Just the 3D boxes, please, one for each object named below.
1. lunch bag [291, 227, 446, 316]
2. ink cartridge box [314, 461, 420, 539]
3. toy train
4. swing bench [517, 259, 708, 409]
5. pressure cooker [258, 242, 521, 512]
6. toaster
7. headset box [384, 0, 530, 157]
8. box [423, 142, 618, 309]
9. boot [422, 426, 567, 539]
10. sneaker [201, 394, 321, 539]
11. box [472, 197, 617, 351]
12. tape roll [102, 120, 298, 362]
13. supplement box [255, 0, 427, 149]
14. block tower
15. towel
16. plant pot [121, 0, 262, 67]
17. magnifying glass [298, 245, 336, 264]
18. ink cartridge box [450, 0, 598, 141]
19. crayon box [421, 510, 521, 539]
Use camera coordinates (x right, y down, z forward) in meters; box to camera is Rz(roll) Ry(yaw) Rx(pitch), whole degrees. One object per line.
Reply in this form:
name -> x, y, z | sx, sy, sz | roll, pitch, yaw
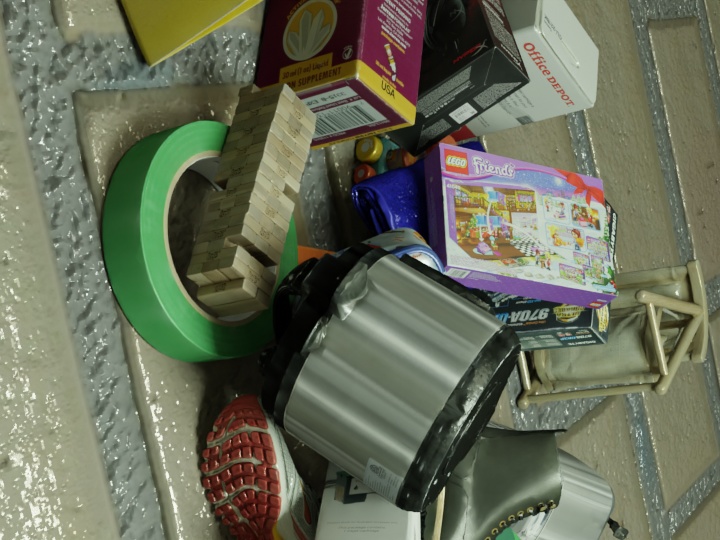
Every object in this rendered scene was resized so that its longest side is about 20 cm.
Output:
lunch bag -> 0.020, 0.072, 1.161 | 0.076, 0.158, 0.202 | -129, -162, -63
ink cartridge box -> 0.010, 0.253, 1.064 | 0.200, 0.083, 0.148 | -80, 168, -69
toy train -> 0.071, -0.115, 1.354 | 0.152, 0.055, 0.200 | 61, 39, -17
swing bench -> 0.310, 0.077, 1.535 | 0.199, 0.197, 0.132 | -18, 97, -54
pressure cooker -> 0.012, 0.076, 1.008 | 0.178, 0.198, 0.178 | -64, 165, 17
toaster -> 0.176, 0.238, 1.317 | 0.129, 0.199, 0.115 | 27, 91, -44
headset box -> 0.074, -0.245, 1.279 | 0.077, 0.148, 0.202 | 32, 36, -47
box -> 0.162, -0.043, 1.246 | 0.197, 0.039, 0.139 | 10, 62, -22
boot -> 0.124, 0.240, 1.128 | 0.077, 0.136, 0.203 | 17, 72, -86
sneaker -> -0.079, 0.201, 1.069 | 0.082, 0.077, 0.203 | -38, 121, -59
box -> 0.180, 0.009, 1.362 | 0.046, 0.198, 0.161 | 41, 50, -46
tape roll -> -0.132, -0.024, 1.058 | 0.199, 0.048, 0.204 | 19, 66, -52
supplement box -> -0.015, -0.238, 1.205 | 0.103, 0.130, 0.203 | 31, 56, -47
block tower -> -0.089, -0.065, 1.040 | 0.054, 0.057, 0.202 | 41, 50, -43
towel -> 0.090, -0.048, 1.272 | 0.199, 0.049, 0.149 | -24, 92, -44
plant pot -> -0.114, -0.321, 1.048 | 0.178, 0.199, 0.200 | 57, 40, -10
magnifying glass -> 0.000, 0.000, 1.223 | 0.198, 0.022, 0.081 | 11, 66, -40
ink cartridge box -> 0.148, -0.232, 1.376 | 0.144, 0.198, 0.085 | 41, 51, -42
crayon box -> 0.122, 0.310, 1.270 | 0.200, 0.124, 0.052 | 51, 51, -36
